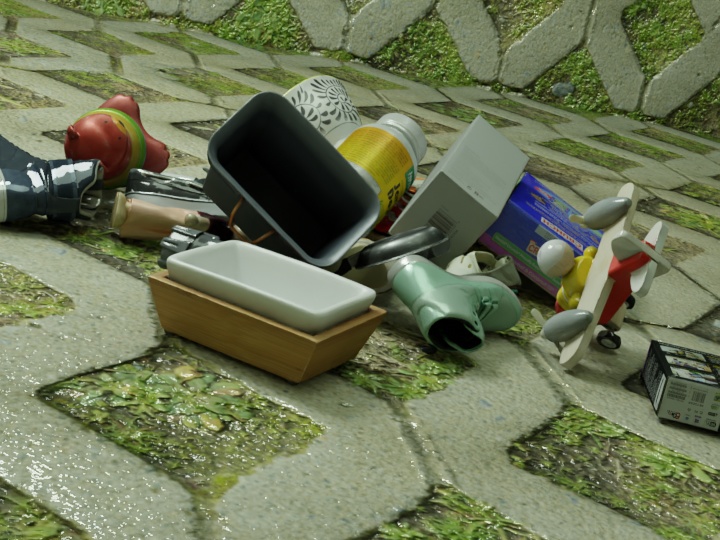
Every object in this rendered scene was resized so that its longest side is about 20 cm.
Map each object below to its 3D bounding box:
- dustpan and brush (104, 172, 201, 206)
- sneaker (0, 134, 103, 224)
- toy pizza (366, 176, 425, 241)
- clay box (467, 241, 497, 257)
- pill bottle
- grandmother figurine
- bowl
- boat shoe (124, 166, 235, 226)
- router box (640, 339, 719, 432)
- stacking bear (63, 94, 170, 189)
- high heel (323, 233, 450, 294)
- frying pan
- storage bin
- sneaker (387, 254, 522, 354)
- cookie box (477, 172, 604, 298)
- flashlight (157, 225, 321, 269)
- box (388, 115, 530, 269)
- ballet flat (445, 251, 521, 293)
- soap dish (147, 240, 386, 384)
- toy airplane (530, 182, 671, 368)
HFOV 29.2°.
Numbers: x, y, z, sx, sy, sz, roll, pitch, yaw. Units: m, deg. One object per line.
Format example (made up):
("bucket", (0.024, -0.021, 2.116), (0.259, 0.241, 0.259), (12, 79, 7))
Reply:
("dustpan and brush", (-0.250, -0.099, 1.837), (0.199, 0.058, 0.139), (9, 4, -40))
("sneaker", (-0.392, -0.117, 1.684), (0.145, 0.078, 0.203), (-5, 31, -20))
("toy pizza", (0.063, -0.089, 1.961), (0.198, 0.032, 0.201), (4, 35, -3))
("clay box", (0.171, -0.059, 2.030), (0.198, 0.048, 0.115), (16, 18, 14))
("pill bottle", (0.009, -0.130, 1.891), (0.112, 0.114, 0.200), (20, 44, 23))
("grandmother figurine", (-0.203, -0.052, 1.686), (0.198, 0.061, 0.121), (12, 9, -14))
("bowl", (-0.058, -0.169, 1.983), (0.094, 0.202, 0.200), (37, 25, 28))
("boat shoe", (-0.202, -0.092, 1.768), (0.197, 0.069, 0.074), (7, -17, -5))
("router box", (0.421, 0.141, 1.535), (0.198, 0.052, 0.149), (14, 14, 2))
("stacking bear", (-0.330, -0.160, 1.784), (0.122, 0.113, 0.200), (56, 2, -3))
("high heel", (0.000, 0.000, 1.719), (0.198, 0.072, 0.142), (-15, -2, -26))
("frying pan", (0.013, -0.016, 1.612), (0.188, 0.031, 0.115), (-16, 5, 21))
("storage bin", (-0.099, -0.079, 1.612), (0.200, 0.146, 0.134), (45, -25, -2))
("sneaker", (0.124, 0.061, 1.567), (0.199, 0.074, 0.119), (18, 32, -39))
("cookie box", (0.261, -0.041, 1.894), (0.171, 0.075, 0.200), (37, 19, 3))
("flashlight", (-0.136, 0.004, 1.540), (0.198, 0.069, 0.068), (16, 0, 25))
("box", (0.135, -0.102, 1.850), (0.097, 0.125, 0.200), (39, 33, -3))
("ballet flat", (0.135, 0.010, 1.717), (0.067, 0.064, 0.199), (-19, -6, 32))
("soap dish", (-0.095, 0.040, 1.403), (0.198, 0.082, 0.157), (20, 17, 22))
("toy airplane", (0.277, 0.002, 1.628), (0.140, 0.201, 0.200), (24, 18, 3))
